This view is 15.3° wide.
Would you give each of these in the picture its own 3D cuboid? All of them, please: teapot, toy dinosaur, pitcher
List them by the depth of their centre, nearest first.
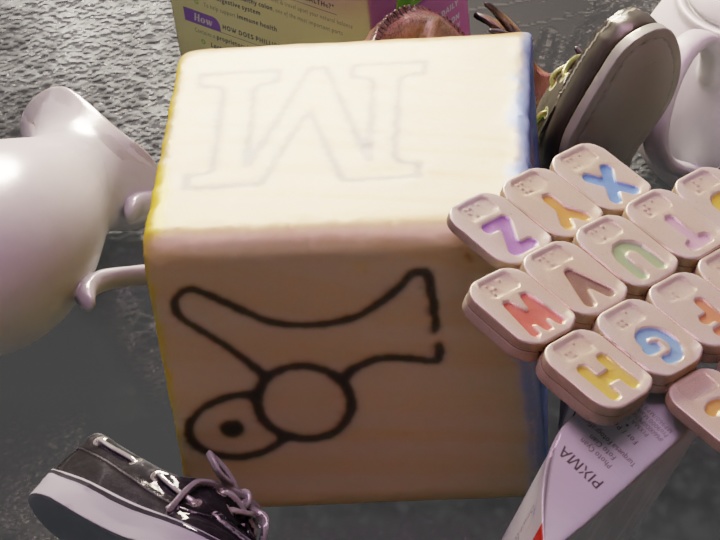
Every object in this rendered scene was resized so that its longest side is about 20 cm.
[{"bbox_3d":[-0.184,-0.017,1.601,0.171,0.121,0.200,25,35,15],"label":"pitcher"},{"bbox_3d":[0.050,-0.116,1.603,0.086,0.200,0.136,35,89,41],"label":"toy dinosaur"},{"bbox_3d":[0.252,-0.137,1.642,0.197,0.146,0.200,-10,38,-2],"label":"teapot"}]

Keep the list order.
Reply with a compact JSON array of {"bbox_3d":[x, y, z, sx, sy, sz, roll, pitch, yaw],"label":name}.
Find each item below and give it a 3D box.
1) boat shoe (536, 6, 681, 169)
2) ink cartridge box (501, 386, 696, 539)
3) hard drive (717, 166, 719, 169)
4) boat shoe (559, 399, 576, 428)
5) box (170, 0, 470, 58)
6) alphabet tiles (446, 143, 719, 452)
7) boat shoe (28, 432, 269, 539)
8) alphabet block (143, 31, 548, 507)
[{"bbox_3d":[0.130,-0.087,1.539,0.072,0.202,0.060,-20,61,-22],"label":"boat shoe"},{"bbox_3d":[0.072,0.143,1.293,0.047,0.160,0.200,44,56,16],"label":"ink cartridge box"},{"bbox_3d":[0.288,-0.050,1.478,0.139,0.200,0.038,8,77,-10],"label":"hard drive"},{"bbox_3d":[0.157,0.027,1.482,0.068,0.074,0.199,18,31,-1],"label":"boat shoe"},{"bbox_3d":[-0.028,-0.178,1.702,0.176,0.200,0.097,22,47,34],"label":"box"},{"bbox_3d":[0.147,0.008,1.312,0.200,0.015,0.196,-26,56,-40],"label":"alphabet tiles"},{"bbox_3d":[-0.085,0.137,1.403,0.199,0.074,0.068,17,57,42],"label":"boat shoe"},{"bbox_3d":[0.000,0.000,1.471,0.200,0.196,0.197,-2,36,6],"label":"alphabet block"}]
